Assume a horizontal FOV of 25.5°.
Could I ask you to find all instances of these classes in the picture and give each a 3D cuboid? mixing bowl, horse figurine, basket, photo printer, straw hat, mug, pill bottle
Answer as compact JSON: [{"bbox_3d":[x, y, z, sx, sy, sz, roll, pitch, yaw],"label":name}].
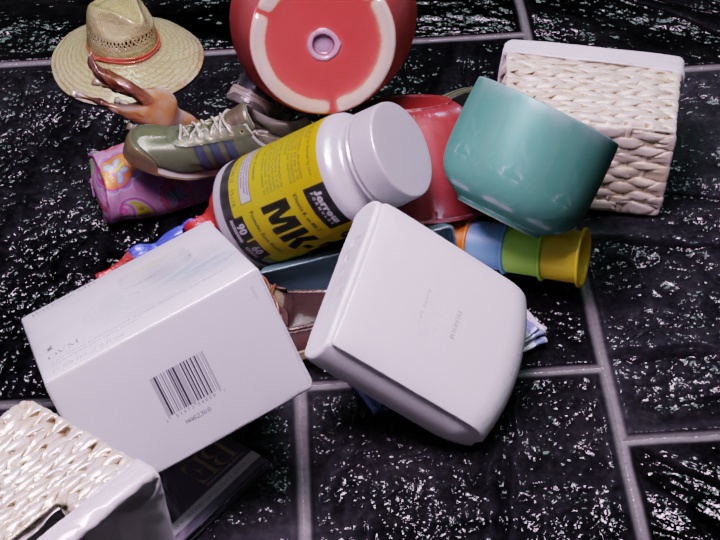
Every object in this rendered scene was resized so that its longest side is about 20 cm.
[{"bbox_3d":[0.050,-0.121,1.647,0.198,0.110,0.200,-3,14,1],"label":"mixing bowl"},{"bbox_3d":[-0.234,-0.178,1.758,0.131,0.200,0.050,15,82,22],"label":"horse figurine"},{"bbox_3d":[0.241,-0.150,1.701,0.198,0.136,0.124,6,44,3],"label":"basket"},{"bbox_3d":[-0.261,0.245,1.242,0.160,0.201,0.198,26,48,31],"label":"basket"},{"bbox_3d":[0.061,0.054,1.457,0.199,0.069,0.168,32,61,-19],"label":"photo printer"},{"bbox_3d":[-0.291,-0.290,1.928,0.199,0.086,0.202,-1,41,1],"label":"straw hat"},{"bbox_3d":[0.164,-0.097,1.532,0.151,0.184,0.115,29,95,40],"label":"mug"},{"bbox_3d":[-0.037,-0.084,1.535,0.199,0.115,0.115,-21,30,35],"label":"pill bottle"}]

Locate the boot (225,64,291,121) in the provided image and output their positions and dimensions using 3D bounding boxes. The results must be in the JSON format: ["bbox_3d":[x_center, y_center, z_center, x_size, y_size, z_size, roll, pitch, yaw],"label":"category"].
[{"bbox_3d":[-0.087,-0.246,1.773,0.073,0.152,0.200,26,8,3],"label":"boot"}]

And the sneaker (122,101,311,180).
[{"bbox_3d":[-0.140,-0.141,1.645,0.198,0.090,0.068,9,42,-16],"label":"sneaker"}]

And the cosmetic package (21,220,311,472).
[{"bbox_3d":[-0.175,0.070,1.390,0.198,0.124,0.200,-28,19,-10],"label":"cosmetic package"}]

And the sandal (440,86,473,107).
[{"bbox_3d":[0.069,-0.159,1.772,0.199,0.081,0.057,-17,29,-15],"label":"sandal"}]

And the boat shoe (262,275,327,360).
[{"bbox_3d":[-0.098,0.045,1.540,0.198,0.072,0.073,-10,40,1],"label":"boat shoe"}]

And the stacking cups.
[{"bbox_3d":[0.128,-0.029,1.593,0.198,0.061,0.061,10,43,18],"label":"stacking cups"}]

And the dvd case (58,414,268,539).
[{"bbox_3d":[-0.205,0.176,1.452,0.199,0.016,0.149,27,49,29],"label":"dvd case"}]

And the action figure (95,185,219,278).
[{"bbox_3d":[-0.167,-0.021,1.645,0.199,0.099,0.065,-39,52,-5],"label":"action figure"}]

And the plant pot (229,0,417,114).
[{"bbox_3d":[-0.037,-0.241,1.580,0.198,0.203,0.178,-3,17,-1],"label":"plant pot"}]

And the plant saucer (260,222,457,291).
[{"bbox_3d":[0.000,0.000,1.575,0.198,0.070,0.019,-14,42,2],"label":"plant saucer"}]

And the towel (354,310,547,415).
[{"bbox_3d":[0.066,0.059,1.565,0.198,0.024,0.147,-22,44,-20],"label":"towel"}]

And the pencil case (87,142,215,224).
[{"bbox_3d":[-0.193,-0.111,1.727,0.198,0.088,0.088,-17,43,-16],"label":"pencil case"}]
